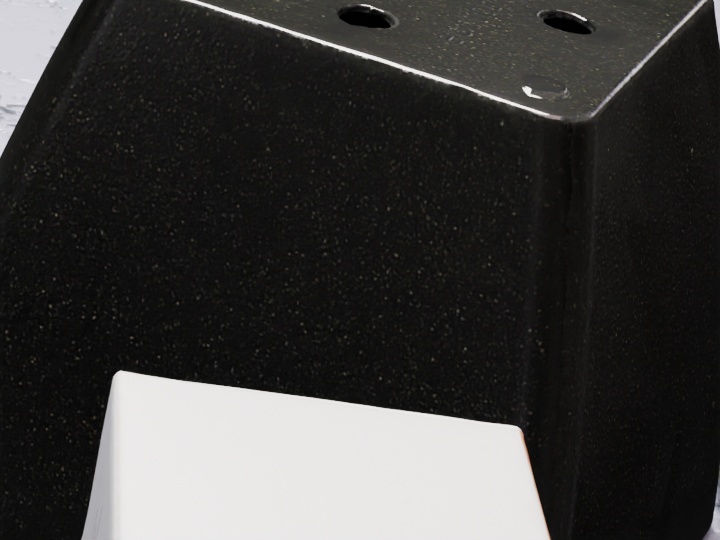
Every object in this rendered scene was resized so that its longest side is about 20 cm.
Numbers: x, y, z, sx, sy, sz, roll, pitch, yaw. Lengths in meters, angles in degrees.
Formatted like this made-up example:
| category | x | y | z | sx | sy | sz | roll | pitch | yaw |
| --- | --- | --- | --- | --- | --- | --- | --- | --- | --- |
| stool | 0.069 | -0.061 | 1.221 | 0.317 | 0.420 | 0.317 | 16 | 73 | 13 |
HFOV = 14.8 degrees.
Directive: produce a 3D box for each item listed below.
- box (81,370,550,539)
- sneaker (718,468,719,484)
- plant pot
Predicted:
| category | x | y | z | sx | sy | sz | roll | pitch | yaw |
| --- | --- | --- | --- | --- | --- | --- | --- | --- | --- |
| box | -0.013 | 0.125 | 0.556 | 0.097 | 0.125 | 0.200 | 8 | 25 | -9 |
| sneaker | 0.217 | 0.036 | 0.859 | 0.199 | 0.115 | 0.075 | 10 | 25 | -4 |
| plant pot | 0.000 | 0.000 | 0.768 | 0.199 | 0.178 | 0.200 | 18 | 26 | 16 |
